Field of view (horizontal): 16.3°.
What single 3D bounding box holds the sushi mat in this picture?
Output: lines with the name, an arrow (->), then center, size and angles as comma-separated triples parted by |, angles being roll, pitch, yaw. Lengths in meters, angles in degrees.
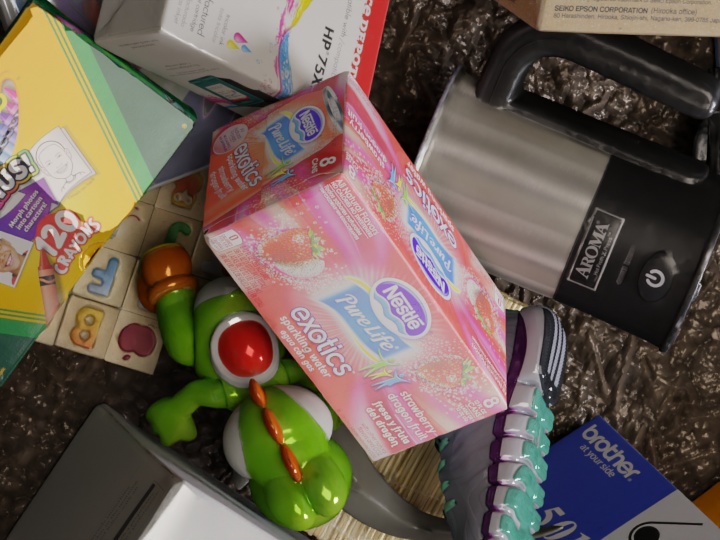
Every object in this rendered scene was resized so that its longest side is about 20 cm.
sushi mat -> 0.039, 0.096, 1.618 | 0.096, 0.012, 0.200 | 30, 87, -21

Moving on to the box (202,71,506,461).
box -> 0.000, 0.000, 1.451 | 0.094, 0.103, 0.200 | -23, 125, 19

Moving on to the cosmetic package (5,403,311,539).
cosmetic package -> -0.088, 0.198, 1.488 | 0.199, 0.200, 0.123 | 35, 88, -21

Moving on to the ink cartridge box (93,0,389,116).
ink cartridge box -> -0.050, -0.152, 1.472 | 0.200, 0.067, 0.117 | 23, 72, -39

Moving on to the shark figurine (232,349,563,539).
shark figurine -> 0.010, 0.127, 1.560 | 0.214, 0.089, 0.128 | 42, 86, -9

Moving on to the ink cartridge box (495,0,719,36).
ink cartridge box -> 0.147, -0.201, 1.509 | 0.164, 0.200, 0.075 | -2, 111, -20

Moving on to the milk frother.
milk frother -> 0.140, -0.067, 1.577 | 0.188, 0.200, 0.181 | 23, 94, 4

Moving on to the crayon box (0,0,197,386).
crayon box -> -0.201, -0.047, 1.461 | 0.119, 0.058, 0.200 | 36, 95, -11

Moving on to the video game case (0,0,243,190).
video game case -> -0.123, -0.156, 1.511 | 0.182, 0.023, 0.201 | -22, 103, -17

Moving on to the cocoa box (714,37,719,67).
cocoa box -> 0.323, -0.142, 1.586 | 0.131, 0.200, 0.134 | -9, 102, -18

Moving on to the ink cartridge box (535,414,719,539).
ink cartridge box -> 0.173, 0.181, 1.582 | 0.094, 0.200, 0.044 | -32, 133, -13

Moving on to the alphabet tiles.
alphabet tiles -> -0.142, -0.044, 1.535 | 0.166, 0.006, 0.201 | 18, 92, -22

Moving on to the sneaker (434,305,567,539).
sneaker -> 0.067, 0.115, 1.526 | 0.087, 0.074, 0.201 | 5, 65, 19

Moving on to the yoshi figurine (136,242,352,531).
yoshi figurine -> -0.061, 0.077, 1.499 | 0.112, 0.200, 0.112 | 10, 135, -46

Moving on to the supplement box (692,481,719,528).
supplement box -> 0.318, 0.217, 1.704 | 0.126, 0.074, 0.200 | -37, 109, -8
